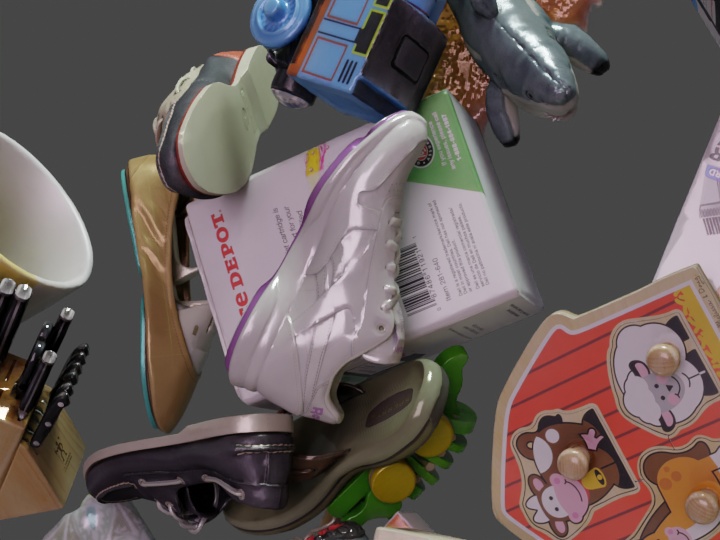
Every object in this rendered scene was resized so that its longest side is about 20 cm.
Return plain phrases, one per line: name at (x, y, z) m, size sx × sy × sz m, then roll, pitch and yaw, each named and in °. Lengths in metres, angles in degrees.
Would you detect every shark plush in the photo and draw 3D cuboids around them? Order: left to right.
shark plush at (0.093, -0.181, 0.969) m, size 0.090 × 0.083 × 0.201 m, roll -27°, pitch 72°, yaw 15°

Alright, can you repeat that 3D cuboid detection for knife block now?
knife block at (-0.275, 0.091, 1.010) m, size 0.198 × 0.176 × 0.064 m, roll -13°, pitch 33°, yaw 17°

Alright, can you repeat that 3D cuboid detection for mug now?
mug at (-0.311, -0.013, 1.043) m, size 0.153 × 0.186 × 0.150 m, roll -37°, pitch 43°, yaw 19°

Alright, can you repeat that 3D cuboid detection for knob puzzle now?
knob puzzle at (0.160, 0.117, 0.888) m, size 0.218 × 0.030 × 0.222 m, roll 7°, pitch 107°, yaw 26°

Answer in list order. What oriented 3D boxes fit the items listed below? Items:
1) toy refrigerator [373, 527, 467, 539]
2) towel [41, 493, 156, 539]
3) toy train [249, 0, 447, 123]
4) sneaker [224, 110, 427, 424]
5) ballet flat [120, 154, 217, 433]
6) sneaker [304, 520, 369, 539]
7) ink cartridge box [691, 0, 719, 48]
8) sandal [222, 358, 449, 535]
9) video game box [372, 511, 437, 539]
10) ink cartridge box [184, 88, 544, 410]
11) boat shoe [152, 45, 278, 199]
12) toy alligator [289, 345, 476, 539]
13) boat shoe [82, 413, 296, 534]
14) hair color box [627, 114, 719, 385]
toy refrigerator at (0.034, 0.261, 0.872) m, size 0.069 × 0.076 × 0.202 m, roll 8°, pitch 82°, yaw 20°
towel at (-0.199, 0.276, 1.015) m, size 0.200 × 0.048 × 0.172 m, roll -42°, pitch 71°, yaw 8°
toy train at (0.011, -0.190, 0.932) m, size 0.114 × 0.087 × 0.201 m, roll 22°, pitch 85°, yaw 35°
sneaker at (0.000, 0.000, 0.898) m, size 0.099 × 0.075 × 0.201 m, roll 30°, pitch 96°, yaw 7°
ballet flat at (-0.129, 0.012, 1.027) m, size 0.062 × 0.069 × 0.202 m, roll -9°, pitch 79°, yaw 4°
sneaker at (-0.043, 0.248, 0.914) m, size 0.095 × 0.079 × 0.201 m, roll 39°, pitch 102°, yaw 12°
ink cartridge box at (0.267, -0.209, 0.875) m, size 0.145 × 0.083 × 0.201 m, roll -22°, pitch 60°, yaw -1°
sandal at (-0.026, 0.105, 0.945) m, size 0.201 × 0.057 × 0.080 m, roll -37°, pitch 36°, yaw 35°
video game box at (0.037, 0.289, 0.931) m, size 0.200 × 0.047 × 0.182 m, roll 44°, pitch 94°, yaw 21°
ink cartridge box at (0.001, -0.008, 0.972) m, size 0.199 × 0.084 × 0.146 m, roll -23°, pitch 74°, yaw 14°
boat shoe at (-0.106, -0.099, 0.979) m, size 0.062 × 0.200 × 0.072 m, roll -9°, pitch 115°, yaw 14°
toy alligator at (0.020, 0.137, 0.962) m, size 0.054 × 0.059 × 0.201 m, roll 33°, pitch 103°, yaw -23°
boat shoe at (-0.116, 0.139, 0.946) m, size 0.199 × 0.072 × 0.063 m, roll -20°, pitch 72°, yaw 43°
hair color box at (0.254, -0.022, 0.897) m, size 0.109 × 0.065 × 0.202 m, roll 22°, pitch 90°, yaw 21°
